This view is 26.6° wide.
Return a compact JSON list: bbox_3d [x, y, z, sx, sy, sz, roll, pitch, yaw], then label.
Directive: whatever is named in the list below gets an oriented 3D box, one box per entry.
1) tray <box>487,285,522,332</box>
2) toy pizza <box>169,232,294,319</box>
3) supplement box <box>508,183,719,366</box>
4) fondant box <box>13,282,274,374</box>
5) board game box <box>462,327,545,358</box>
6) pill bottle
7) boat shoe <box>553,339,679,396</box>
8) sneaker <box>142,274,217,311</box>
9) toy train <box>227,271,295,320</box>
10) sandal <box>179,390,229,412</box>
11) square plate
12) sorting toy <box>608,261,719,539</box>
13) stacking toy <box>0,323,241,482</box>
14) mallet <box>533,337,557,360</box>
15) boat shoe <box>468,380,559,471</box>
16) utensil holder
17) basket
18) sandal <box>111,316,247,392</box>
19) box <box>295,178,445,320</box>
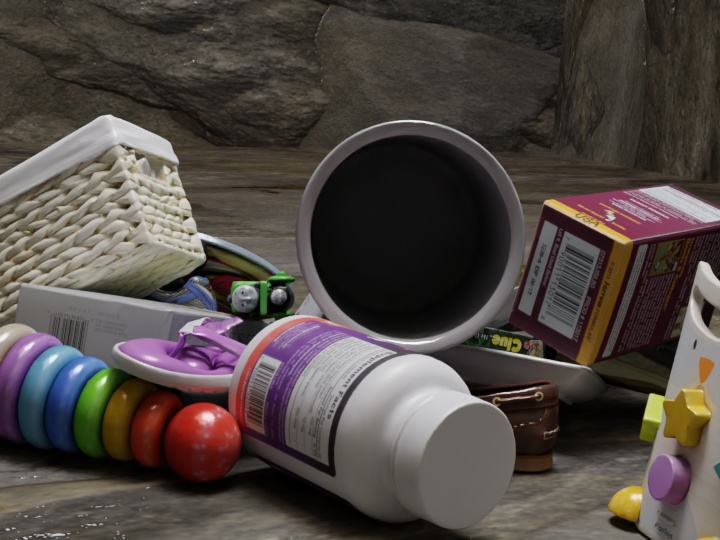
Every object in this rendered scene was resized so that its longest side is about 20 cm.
[{"bbox_3d":[0.183,0.032,1.377,0.107,0.022,0.199,-30,-19,36],"label":"tray"},{"bbox_3d":[-0.163,0.012,1.499,0.199,0.032,0.200,13,-21,5],"label":"toy pizza"},{"bbox_3d":[0.225,-0.001,1.273,0.085,0.111,0.199,31,26,35],"label":"supplement box"},{"bbox_3d":[-0.173,0.055,1.272,0.143,0.059,0.200,9,0,24],"label":"fondant box"},{"bbox_3d":[0.070,0.064,1.365,0.104,0.024,0.200,10,-7,-23],"label":"board game box"},{"bbox_3d":[0.008,0.103,1.020,0.111,0.112,0.199,-3,12,-37],"label":"pill bottle"},{"bbox_3d":[0.270,0.080,1.343,0.199,0.067,0.072,15,-2,-11],"label":"boat shoe"},{"bbox_3d":[-0.224,0.029,1.444,0.198,0.079,0.075,6,9,6],"label":"sneaker"},{"bbox_3d":[-0.087,0.024,1.330,0.056,0.042,0.200,0,-1,-4],"label":"toy train"},{"bbox_3d":[-0.044,0.106,1.217,0.198,0.043,0.076,-4,3,-9],"label":"sandal"},{"bbox_3d":[0.103,0.087,1.290,0.198,0.029,0.198,8,-7,15],"label":"square plate"},{"bbox_3d":[0.241,0.092,0.993,0.106,0.182,0.200,2,10,-19],"label":"sorting toy"},{"bbox_3d":[-0.174,0.099,1.069,0.199,0.086,0.085,13,12,21],"label":"stacking toy"},{"bbox_3d":[0.147,0.013,1.489,0.041,0.201,0.066,-37,-19,23],"label":"mallet"},{"bbox_3d":[0.051,0.106,1.155,0.198,0.071,0.070,3,13,-2],"label":"boat shoe"},{"bbox_3d":[0.031,-0.029,1.201,0.168,0.171,0.200,4,3,-4],"label":"utensil holder"},{"bbox_3d":[-0.253,-0.028,1.349,0.199,0.124,0.135,-28,-15,13],"label":"basket"},{"bbox_3d":[-0.098,0.056,1.114,0.082,0.050,0.202,19,8,40],"label":"sandal"},{"bbox_3d":[0.000,0.000,1.387,0.041,0.201,0.156,34,6,-8],"label":"box"}]
